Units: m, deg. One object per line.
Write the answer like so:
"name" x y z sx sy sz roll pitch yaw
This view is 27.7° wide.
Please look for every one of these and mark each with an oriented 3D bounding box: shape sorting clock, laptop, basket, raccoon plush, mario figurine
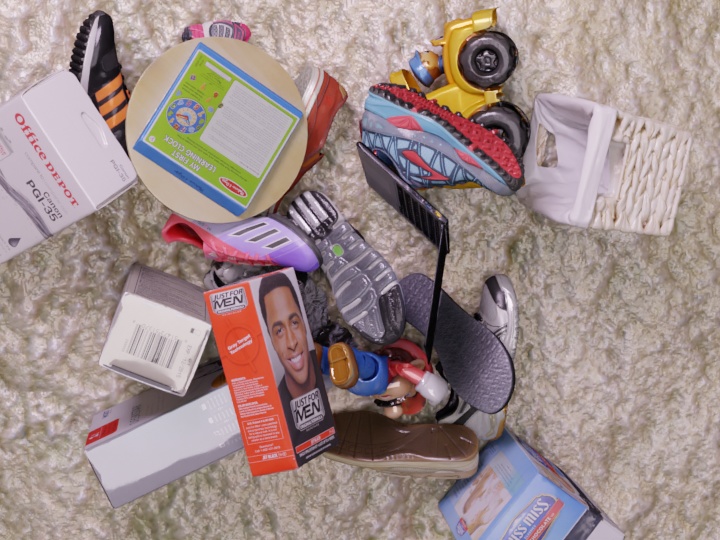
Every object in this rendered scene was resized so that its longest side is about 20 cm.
"shape sorting clock" -0.154 -0.151 1.569 0.200 0.039 0.200 0 89 -22
"laptop" 0.039 -0.015 1.589 0.200 0.187 0.116 43 85 9
"basket" 0.270 -0.118 1.631 0.123 0.200 0.136 9 99 -14
"raccoon plush" -0.101 0.049 1.689 0.097 0.134 0.200 -43 134 -13
"mario figurine" 0.016 0.134 1.653 0.200 0.123 0.106 13 113 -52

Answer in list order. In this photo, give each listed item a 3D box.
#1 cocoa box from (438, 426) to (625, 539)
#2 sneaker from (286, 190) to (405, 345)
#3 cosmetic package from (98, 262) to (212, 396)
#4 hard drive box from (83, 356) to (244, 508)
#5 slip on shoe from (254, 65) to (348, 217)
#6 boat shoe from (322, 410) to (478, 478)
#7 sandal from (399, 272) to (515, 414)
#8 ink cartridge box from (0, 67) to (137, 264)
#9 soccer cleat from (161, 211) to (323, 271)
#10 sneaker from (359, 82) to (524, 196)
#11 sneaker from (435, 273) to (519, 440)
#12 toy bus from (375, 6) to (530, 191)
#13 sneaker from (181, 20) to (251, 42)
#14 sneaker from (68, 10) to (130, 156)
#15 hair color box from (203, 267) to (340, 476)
"cocoa box" 0.191 0.288 1.684 0.131 0.200 0.133 38 93 -11
"sneaker" 0.000 0.000 1.651 0.075 0.115 0.200 -34 74 8
"cosmetic package" -0.222 0.061 1.599 0.103 0.200 0.087 21 97 -8
"hard drive box" -0.200 0.173 1.643 0.200 0.156 0.077 -26 101 -3
"slip on shoe" -0.072 -0.131 1.653 0.061 0.074 0.200 22 96 -24
"boat shoe" 0.040 0.214 1.718 0.200 0.072 0.065 3 140 9
"sandal" 0.114 0.080 1.676 0.076 0.043 0.200 -41 61 8
"ink cartridge box" -0.359 -0.107 1.564 0.200 0.083 0.147 -24 104 37
"soccer cleat" -0.130 -0.030 1.609 0.073 0.200 0.068 -48 144 -29
"sneaker" 0.085 -0.122 1.561 0.200 0.079 0.096 33 121 24
"sneaker" 0.134 0.101 1.711 0.088 0.076 0.200 7 96 -4
"toy bus" 0.090 -0.184 1.642 0.192 0.136 0.200 -7 99 11
"sneaker" -0.143 -0.179 1.630 0.075 0.081 0.200 -13 103 -15
"sneaker" -0.278 -0.186 1.625 0.090 0.070 0.200 5 100 -22
"hair color box" -0.092 0.105 1.537 0.061 0.102 0.200 -14 93 27
